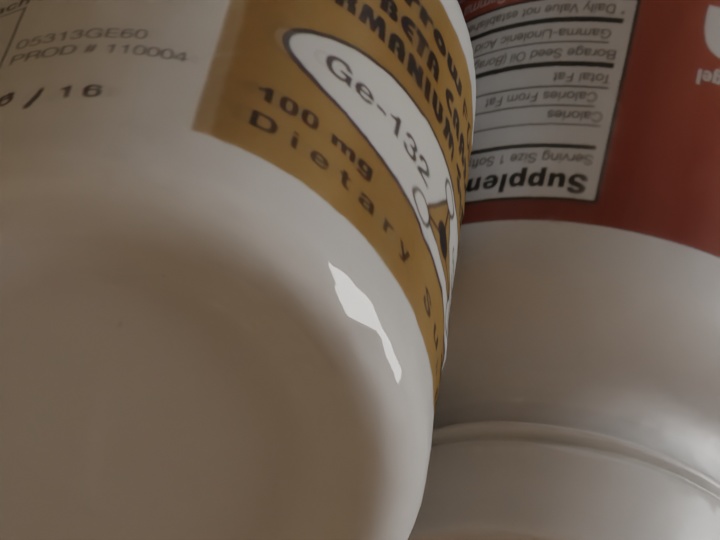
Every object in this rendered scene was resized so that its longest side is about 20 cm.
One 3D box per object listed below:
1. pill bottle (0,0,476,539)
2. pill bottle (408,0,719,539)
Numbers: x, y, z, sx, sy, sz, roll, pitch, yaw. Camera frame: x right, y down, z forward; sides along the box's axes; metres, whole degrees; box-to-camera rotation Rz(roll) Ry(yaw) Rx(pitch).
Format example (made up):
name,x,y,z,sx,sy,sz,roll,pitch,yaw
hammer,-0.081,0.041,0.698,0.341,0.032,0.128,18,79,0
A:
name,x,y,z,sx,sy,sz,roll,pitch,yaw
pill bottle,-0.035,-0.023,0.538,0.200,0.114,0.114,-80,165,-56
pill bottle,0.063,-0.013,0.622,0.112,0.112,0.200,72,28,-61
